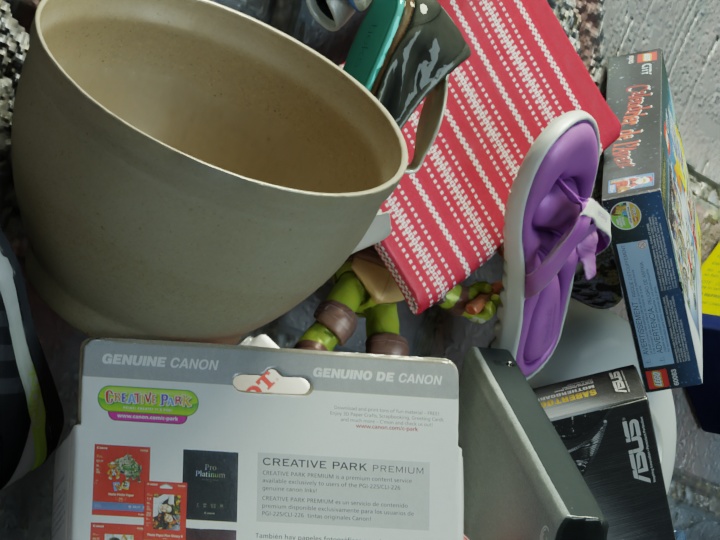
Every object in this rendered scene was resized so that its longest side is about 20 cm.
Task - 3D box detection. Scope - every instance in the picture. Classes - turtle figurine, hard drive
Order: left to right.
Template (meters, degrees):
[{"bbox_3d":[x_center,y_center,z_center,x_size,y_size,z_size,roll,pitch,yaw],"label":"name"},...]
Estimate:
[{"bbox_3d":[0.000,0.000,1.562,0.200,0.064,0.162,38,54,-34],"label":"turtle figurine"},{"bbox_3d":[0.084,0.150,1.519,0.033,0.200,0.140,5,113,-16],"label":"hard drive"}]

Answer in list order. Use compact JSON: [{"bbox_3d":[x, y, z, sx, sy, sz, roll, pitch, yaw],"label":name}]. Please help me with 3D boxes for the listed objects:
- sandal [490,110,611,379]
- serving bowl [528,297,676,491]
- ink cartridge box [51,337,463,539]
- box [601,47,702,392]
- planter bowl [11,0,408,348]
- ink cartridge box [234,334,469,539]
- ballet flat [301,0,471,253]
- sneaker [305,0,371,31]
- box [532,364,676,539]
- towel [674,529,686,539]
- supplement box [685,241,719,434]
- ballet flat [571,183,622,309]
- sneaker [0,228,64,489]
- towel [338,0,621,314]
[{"bbox_3d":[0.120,-0.011,1.578,0.082,0.050,0.203,-43,152,-35],"label":"sandal"},{"bbox_3d":[0.145,0.121,1.752,0.200,0.066,0.201,-14,109,-47],"label":"serving bowl"},{"bbox_3d":[-0.052,0.131,1.359,0.199,0.084,0.177,5,75,-12],"label":"ink cartridge box"},{"bbox_3d":[0.184,-0.035,1.705,0.200,0.037,0.137,-78,155,-60],"label":"box"},{"bbox_3d":[-0.093,-0.039,1.375,0.200,0.200,0.135,-6,130,-48],"label":"planter bowl"},{"bbox_3d":[-0.040,0.157,1.449,0.200,0.083,0.146,45,65,2],"label":"ink cartridge box"},{"bbox_3d":[-0.002,-0.056,1.471,0.068,0.068,0.201,31,92,-27],"label":"ballet flat"},{"bbox_3d":[0.016,-0.193,1.528,0.200,0.080,0.147,30,76,-47],"label":"sneaker"},{"bbox_3d":[0.115,0.170,1.670,0.157,0.048,0.201,-13,115,0],"label":"box"},{"bbox_3d":[0.199,0.284,1.831,0.112,0.048,0.201,-70,157,-67],"label":"towel"},{"bbox_3d":[0.316,0.017,1.889,0.200,0.108,0.110,-49,130,-30],"label":"supplement box"},{"bbox_3d":[0.107,-0.053,1.669,0.072,0.072,0.201,-38,118,-37],"label":"ballet flat"},{"bbox_3d":[-0.206,0.037,1.332,0.083,0.071,0.201,-43,127,-33],"label":"sneaker"},{"bbox_3d":[0.059,-0.087,1.568,0.200,0.022,0.145,-41,106,-33],"label":"towel"}]
